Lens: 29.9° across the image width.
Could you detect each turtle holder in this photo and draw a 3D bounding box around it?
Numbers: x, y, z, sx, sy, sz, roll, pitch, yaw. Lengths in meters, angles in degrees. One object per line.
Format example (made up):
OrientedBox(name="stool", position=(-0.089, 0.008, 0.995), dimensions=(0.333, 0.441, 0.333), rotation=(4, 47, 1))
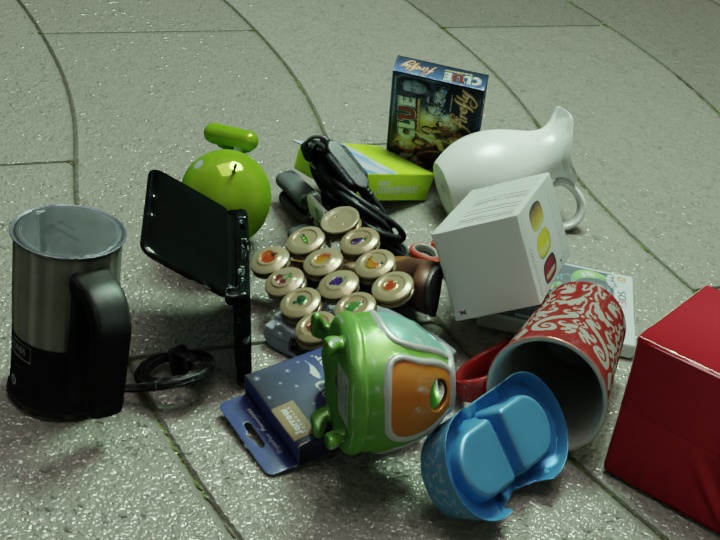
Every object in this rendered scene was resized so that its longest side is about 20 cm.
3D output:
OrientedBox(name="turtle holder", position=(0.018, 0.111, 1.335), dimensions=(0.130, 0.143, 0.186), rotation=(-3, -13, -11))

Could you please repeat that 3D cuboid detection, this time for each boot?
OrientedBox(name="boot", position=(0.000, 0.000, 1.625), dimensions=(0.197, 0.070, 0.188), rotation=(10, 11, 0))

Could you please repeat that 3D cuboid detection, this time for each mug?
OrientedBox(name="mug", position=(0.209, 0.090, 1.508), dimensions=(0.175, 0.135, 0.200), rotation=(20, 27, 14))

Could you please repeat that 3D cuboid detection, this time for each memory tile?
OrientedBox(name="memory tile", position=(-0.035, 0.004, 1.566), dimensions=(0.152, 0.017, 0.200), rotation=(-27, 40, -10))

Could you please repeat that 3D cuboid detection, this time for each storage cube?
OrientedBox(name="storage cube", position=(0.384, 0.147, 1.408), dimensions=(0.178, 0.173, 0.199), rotation=(27, 33, 31))

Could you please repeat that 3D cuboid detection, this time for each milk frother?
OrientedBox(name="milk frother", position=(-0.253, 0.042, 1.392), dimensions=(0.179, 0.191, 0.199), rotation=(27, 33, 28))

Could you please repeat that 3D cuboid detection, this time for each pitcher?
OrientedBox(name="pitcher", position=(0.215, -0.121, 1.900), dimensions=(0.197, 0.174, 0.121), rotation=(-19, 8, -8))

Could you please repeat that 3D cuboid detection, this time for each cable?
OrientedBox(name="cable", position=(-0.011, -0.083, 1.745), dimensions=(0.051, 0.163, 0.201), rotation=(-38, 83, -15))

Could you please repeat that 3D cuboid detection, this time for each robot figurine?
OrientedBox(name="robot figurine", position=(-0.170, -0.090, 1.689), dimensions=(0.114, 0.178, 0.200), rotation=(17, -1, -6))

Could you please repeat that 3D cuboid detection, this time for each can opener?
OrientedBox(name="can opener", position=(-0.084, -0.079, 1.781), dimensions=(0.066, 0.054, 0.200), rotation=(-16, 25, -16))

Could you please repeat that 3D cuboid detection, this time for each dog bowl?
OrientedBox(name="dog bowl", position=(0.133, 0.179, 1.352), dimensions=(0.049, 0.113, 0.199), rotation=(-24, 2, 42))

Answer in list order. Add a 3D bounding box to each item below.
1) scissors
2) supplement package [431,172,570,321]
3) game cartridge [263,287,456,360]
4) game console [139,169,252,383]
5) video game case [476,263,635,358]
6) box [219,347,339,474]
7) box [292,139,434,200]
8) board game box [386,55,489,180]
OrientedBox(name="scissors", position=(0.129, 0.008, 1.748), dimensions=(0.072, 0.014, 0.200), rotation=(-4, 30, -26))
OrientedBox(name="supplement package", position=(0.173, -0.031, 1.622), dimensions=(0.108, 0.115, 0.200), rotation=(-12, 14, 22))
OrientedBox(name="game cartridge", position=(0.004, 0.084, 1.553), dimensions=(0.198, 0.041, 0.133), rotation=(25, 36, 26))
OrientedBox(name="game console", position=(-0.180, 0.005, 1.505), dimensions=(0.114, 0.178, 0.201), rotation=(-1, 30, -4))
OrientedBox(name="video game case", position=(0.252, 0.038, 1.722), dimensions=(0.197, 0.024, 0.182), rotation=(11, 28, 4))
OrientedBox(name="box", position=(-0.037, 0.135, 1.414), dimensions=(0.198, 0.033, 0.121), rotation=(-20, 44, -25))
OrientedBox(name="box", position=(0.001, -0.140, 1.895), dimensions=(0.121, 0.048, 0.199), rotation=(29, 19, 32))
OrientedBox(name="board game box", position=(0.107, -0.212, 1.947), dimensions=(0.133, 0.201, 0.035), rotation=(13, 51, 8))
